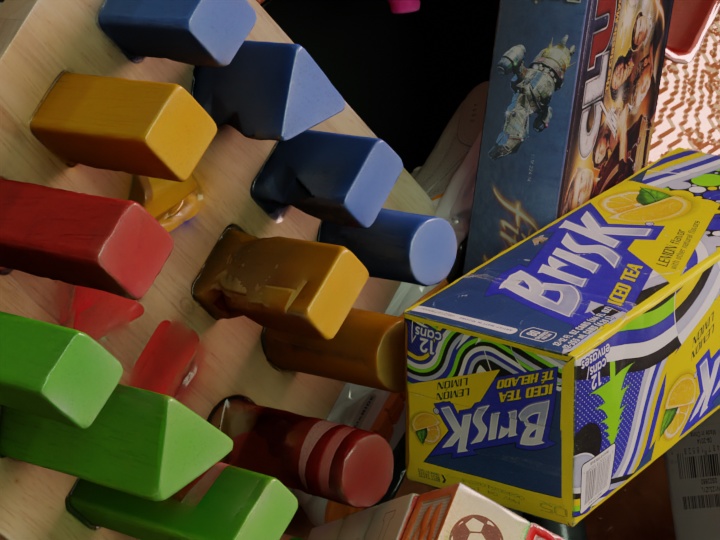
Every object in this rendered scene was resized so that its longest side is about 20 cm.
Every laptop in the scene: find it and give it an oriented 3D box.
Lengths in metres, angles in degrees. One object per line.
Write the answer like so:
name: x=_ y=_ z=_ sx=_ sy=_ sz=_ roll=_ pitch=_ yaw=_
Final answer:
laptop: x=-0.015 y=-0.135 z=0.940 sx=0.177 sy=0.103 sz=0.200 roll=-38 pitch=68 yaw=-12

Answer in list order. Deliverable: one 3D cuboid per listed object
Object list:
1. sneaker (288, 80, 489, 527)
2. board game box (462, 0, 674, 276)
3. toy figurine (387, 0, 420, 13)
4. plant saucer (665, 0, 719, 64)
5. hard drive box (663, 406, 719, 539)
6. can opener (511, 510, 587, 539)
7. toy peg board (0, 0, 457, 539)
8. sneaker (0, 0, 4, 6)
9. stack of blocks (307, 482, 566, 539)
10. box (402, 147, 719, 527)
sneaker: x=0.000 y=0.000 z=0.896 sx=0.092 sy=0.076 sz=0.200 roll=21 pitch=67 yaw=19
board game box: x=0.086 y=-0.077 z=0.876 sx=0.135 sy=0.035 sz=0.200 roll=-27 pitch=127 yaw=-66
toy figurine: x=-0.008 y=-0.189 z=0.825 sx=0.184 sy=0.200 sz=0.150 roll=48 pitch=42 yaw=9
plant saucer: x=0.100 y=-0.218 z=1.025 sx=0.200 sy=0.037 sz=0.200 roll=34 pitch=66 yaw=-12
hard drive box: x=0.189 y=0.139 z=0.791 sx=0.077 sy=0.156 sz=0.200 roll=-3 pitch=83 yaw=-27
can opener: x=0.072 y=0.103 z=0.919 sx=0.053 sy=0.066 sz=0.200 roll=-3 pitch=73 yaw=-24
toy peg board: x=-0.046 y=0.009 z=0.740 sx=0.200 sy=0.098 sz=0.199 roll=47 pitch=65 yaw=-41
sneaker: x=-0.118 y=-0.119 z=0.839 sx=0.077 sy=0.089 sz=0.200 roll=-36 pitch=52 yaw=5
stack of blocks: x=0.027 y=0.139 z=0.808 sx=0.115 sy=0.200 sz=0.059 roll=29 pitch=67 yaw=-16
box: x=0.096 y=0.017 z=0.808 sx=0.200 sy=0.070 sz=0.064 roll=-28 pitch=124 yaw=-50
